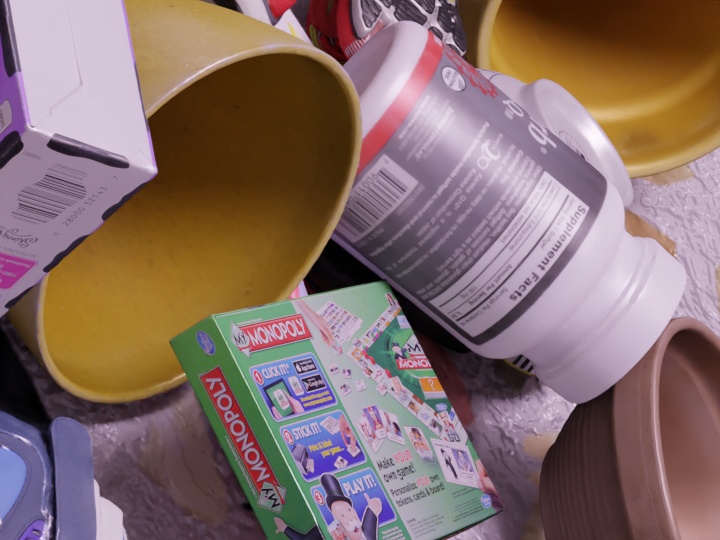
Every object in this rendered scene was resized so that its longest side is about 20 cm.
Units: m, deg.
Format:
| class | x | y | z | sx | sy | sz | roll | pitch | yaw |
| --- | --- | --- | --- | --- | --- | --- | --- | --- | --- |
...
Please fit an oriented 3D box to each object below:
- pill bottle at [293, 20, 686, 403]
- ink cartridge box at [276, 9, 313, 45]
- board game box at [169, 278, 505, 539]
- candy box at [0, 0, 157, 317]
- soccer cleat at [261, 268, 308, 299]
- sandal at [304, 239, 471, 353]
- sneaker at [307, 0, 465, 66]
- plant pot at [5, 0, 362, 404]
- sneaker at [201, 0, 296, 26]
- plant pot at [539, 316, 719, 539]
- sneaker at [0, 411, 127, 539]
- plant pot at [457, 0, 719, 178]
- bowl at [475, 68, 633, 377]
| class | x | y | z | sx | sy | sz | roll | pitch | yaw |
| --- | --- | --- | --- | --- | --- | --- | --- | --- | --- |
| pill bottle | 0.063 | -0.027 | 1.531 | 0.200 | 0.116 | 0.116 | 39 | 36 | -13 |
| ink cartridge box | -0.106 | -0.141 | 1.592 | 0.200 | 0.068 | 0.115 | 56 | 34 | 8 |
| board game box | -0.007 | 0.076 | 1.417 | 0.135 | 0.029 | 0.200 | 62 | 23 | 8 |
| candy box | -0.187 | -0.064 | 1.309 | 0.072 | 0.200 | 0.168 | 17 | 46 | -38 |
| soccer cleat | -0.034 | 0.061 | 1.501 | 0.076 | 0.067 | 0.200 | 34 | 30 | -60 |
| sandal | 0.000 | 0.000 | 1.614 | 0.200 | 0.045 | 0.075 | 34 | 40 | -47 |
| sneaker | 0.007 | -0.139 | 1.676 | 0.077 | 0.085 | 0.200 | 48 | 17 | -12 |
| plant pot | -0.119 | -0.058 | 1.418 | 0.142 | 0.200 | 0.200 | 40 | 27 | 29 |
| sneaker | -0.075 | -0.211 | 1.499 | 0.085 | 0.077 | 0.200 | -43 | 135 | -23 |
| plant pot | 0.158 | 0.132 | 1.589 | 0.201 | 0.093 | 0.201 | 45 | 37 | -47 |
| sneaker | -0.161 | 0.138 | 1.255 | 0.146 | 0.081 | 0.200 | 39 | 30 | -9 |
| plant pot | 0.151 | -0.188 | 1.836 | 0.201 | 0.201 | 0.189 | 30 | 24 | -27 |
| bowl | 0.092 | -0.047 | 1.670 | 0.201 | 0.094 | 0.201 | 44 | 22 | -23 |
